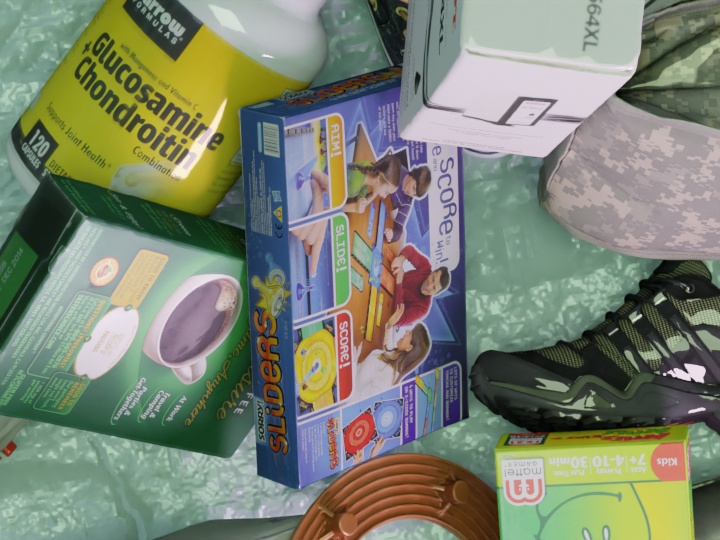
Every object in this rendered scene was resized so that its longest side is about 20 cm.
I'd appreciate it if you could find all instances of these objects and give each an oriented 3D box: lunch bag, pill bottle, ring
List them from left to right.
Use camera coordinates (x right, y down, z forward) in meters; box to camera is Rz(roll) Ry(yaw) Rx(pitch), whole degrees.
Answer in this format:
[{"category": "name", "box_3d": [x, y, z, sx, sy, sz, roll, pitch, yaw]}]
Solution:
[{"category": "pill bottle", "box_3d": [-0.088, -0.108, 1.341, 0.112, 0.112, 0.200, 37, 106, -4]}, {"category": "ring", "box_3d": [0.032, 0.198, 1.372, 0.200, 0.019, 0.201, 6, 80, -39]}, {"category": "lunch bag", "box_3d": [0.198, -0.076, 1.339, 0.200, 0.164, 0.118, 3, 70, -8]}]

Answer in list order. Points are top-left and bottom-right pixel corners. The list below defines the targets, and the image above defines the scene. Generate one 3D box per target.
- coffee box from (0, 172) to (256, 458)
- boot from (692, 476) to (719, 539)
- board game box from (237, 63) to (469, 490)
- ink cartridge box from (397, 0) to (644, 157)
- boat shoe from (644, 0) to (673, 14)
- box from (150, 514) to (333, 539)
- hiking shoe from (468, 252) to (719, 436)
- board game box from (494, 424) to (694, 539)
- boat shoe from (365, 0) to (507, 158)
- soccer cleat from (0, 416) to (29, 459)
[{"category": "coffee box", "box_3d": [-0.111, 0.028, 1.328, 0.044, 0.200, 0.123, 47, 111, 38]}, {"category": "boot", "box_3d": [0.234, 0.183, 1.415, 0.200, 0.073, 0.182, -28, 80, -8]}, {"category": "board game box", "box_3d": [0.000, 0.000, 1.348, 0.135, 0.034, 0.200, -18, 114, -43]}, {"category": "ink cartridge box", "box_3d": [0.077, -0.146, 1.224, 0.084, 0.200, 0.146, 7, 80, -6]}, {"category": "boat shoe", "box_3d": [0.133, -0.161, 1.367, 0.200, 0.071, 0.064, -44, 123, -19]}, {"category": "box", "box_3d": [-0.075, 0.241, 1.359, 0.128, 0.109, 0.200, -14, 94, -40]}, {"category": "hiking shoe", "box_3d": [0.158, 0.040, 1.412, 0.200, 0.076, 0.101, 1, 76, -6]}, {"category": "board game box", "box_3d": [0.130, 0.187, 1.367, 0.101, 0.048, 0.200, -4, 96, 9]}, {"category": "boat shoe", "box_3d": [0.035, -0.150, 1.377, 0.071, 0.091, 0.200, -28, 94, -1]}, {"category": "soccer cleat", "box_3d": [-0.207, 0.063, 1.391, 0.200, 0.069, 0.078, -43, 89, -7]}]
